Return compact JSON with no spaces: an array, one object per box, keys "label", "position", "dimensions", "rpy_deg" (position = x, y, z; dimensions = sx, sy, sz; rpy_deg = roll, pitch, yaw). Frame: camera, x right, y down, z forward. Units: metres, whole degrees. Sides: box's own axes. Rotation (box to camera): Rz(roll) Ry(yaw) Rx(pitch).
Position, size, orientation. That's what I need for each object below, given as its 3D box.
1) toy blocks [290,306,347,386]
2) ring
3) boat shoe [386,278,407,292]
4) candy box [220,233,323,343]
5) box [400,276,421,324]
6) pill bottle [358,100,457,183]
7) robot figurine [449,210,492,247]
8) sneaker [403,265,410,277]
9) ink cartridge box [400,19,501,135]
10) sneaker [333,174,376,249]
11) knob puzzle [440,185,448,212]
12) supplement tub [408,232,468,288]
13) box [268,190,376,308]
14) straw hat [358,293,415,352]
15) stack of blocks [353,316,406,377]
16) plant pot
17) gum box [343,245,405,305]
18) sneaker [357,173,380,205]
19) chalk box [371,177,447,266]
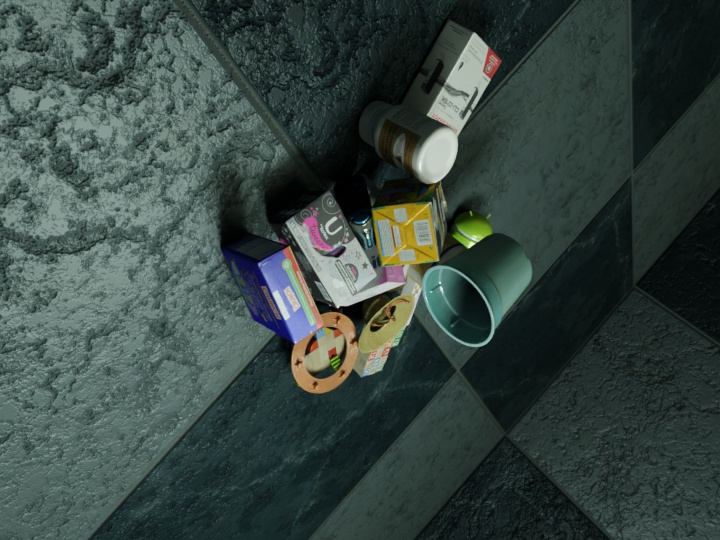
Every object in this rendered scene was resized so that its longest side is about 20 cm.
[{"label":"toy blocks","position":[-0.098,0.176,1.574],"dimensions":[0.197,0.099,0.140],"rpy_deg":[-28,129,-28]},{"label":"ring","position":[-0.081,0.203,1.535],"dimensions":[0.196,0.019,0.207],"rpy_deg":[-11,108,-35]},{"label":"boat shoe","position":[0.050,0.018,1.596],"dimensions":[0.197,0.070,0.067],"rpy_deg":[-13,111,-47]},{"label":"candy box","position":[-0.171,0.029,1.200],"dimensions":[0.076,0.198,0.173],"rpy_deg":[-31,114,-23]},{"label":"box","position":[0.140,0.065,1.767],"dimensions":[0.038,0.041,0.204],"rpy_deg":[-12,130,-40]},{"label":"pill bottle","position":[0.089,-0.264,1.256],"dimensions":[0.113,0.199,0.117],"rpy_deg":[-26,135,-30]},{"label":"robot figurine","position":[0.291,-0.071,1.742],"dimensions":[0.171,0.116,0.204],"rpy_deg":[3,121,-35]},{"label":"sneaker","position":[0.073,-0.075,1.464],"dimensions":[0.070,0.105,0.206],"rpy_deg":[141,-37,-72]},{"label":"ink cartridge box","position":[0.194,-0.402,1.353],"dimensions":[0.143,0.084,0.203],"rpy_deg":[13,113,-53]},{"label":"sneaker","position":[-0.009,-0.124,1.297],"dimensions":[0.071,0.203,0.083],"rpy_deg":[-15,130,3]},{"label":"knob puzzle","position":[0.156,-0.225,1.420],"dimensions":[0.030,0.225,0.221],"rpy_deg":[-17,146,9]},{"label":"supplement tub","position":[0.165,-0.041,1.554],"dimensions":[0.143,0.200,0.148],"rpy_deg":[-28,141,-26]},{"label":"box","position":[-0.075,-0.047,1.269],"dimensions":[0.114,0.131,0.203],"rpy_deg":[-37,109,-17]},{"label":"straw hat","position":[0.047,0.108,1.618],"dimensions":[0.199,0.085,0.203],"rpy_deg":[-33,151,-21]},{"label":"stack of blocks","position":[0.055,0.192,1.772],"dimensions":[0.113,0.058,0.204],"rpy_deg":[-9,128,-43]},{"label":"plant pot","position":[0.273,0.029,1.412],"dimensions":[0.194,0.198,0.204],"rpy_deg":[-35,144,-31]},{"label":"gum box","position":[0.000,0.000,1.405],"dimensions":[0.197,0.117,0.065],"rpy_deg":[-23,162,40]},{"label":"sneaker","position":[0.018,-0.099,1.412],"dimensions":[0.073,0.115,0.204],"rpy_deg":[-25,140,-32]},{"label":"chalk box","position":[0.105,-0.112,1.277],"dimensions":[0.201,0.120,0.128],"rpy_deg":[-64,146,-61]}]
